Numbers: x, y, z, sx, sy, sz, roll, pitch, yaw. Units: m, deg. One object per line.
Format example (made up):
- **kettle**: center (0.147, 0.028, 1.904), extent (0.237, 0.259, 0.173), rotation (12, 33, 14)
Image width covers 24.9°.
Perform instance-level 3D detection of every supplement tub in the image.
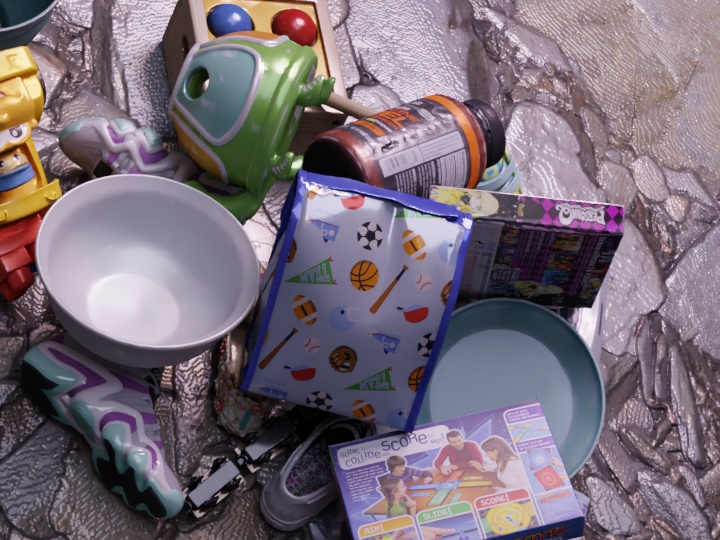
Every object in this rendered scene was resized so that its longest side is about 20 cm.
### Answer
- **supplement tub**: center (0.047, -0.107, 1.567), extent (0.199, 0.107, 0.107), rotation (-23, 72, -37)

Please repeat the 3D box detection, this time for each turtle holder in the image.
- **turtle holder**: center (-0.113, -0.137, 1.539), extent (0.131, 0.186, 0.141), rotation (22, 27, 2)

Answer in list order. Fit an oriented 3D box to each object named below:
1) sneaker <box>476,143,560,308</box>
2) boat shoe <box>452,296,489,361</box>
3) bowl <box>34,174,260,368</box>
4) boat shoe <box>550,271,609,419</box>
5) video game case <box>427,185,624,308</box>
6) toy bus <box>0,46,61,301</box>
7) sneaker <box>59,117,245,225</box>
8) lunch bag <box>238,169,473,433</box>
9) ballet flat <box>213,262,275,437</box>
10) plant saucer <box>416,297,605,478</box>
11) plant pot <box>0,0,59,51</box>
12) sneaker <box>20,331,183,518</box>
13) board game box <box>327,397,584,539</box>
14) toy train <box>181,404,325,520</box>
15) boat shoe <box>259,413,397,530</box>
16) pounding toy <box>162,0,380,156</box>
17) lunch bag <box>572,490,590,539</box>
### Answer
- **sneaker**: center (0.154, -0.056, 1.682), extent (0.079, 0.131, 0.200), rotation (-35, 58, -10)
- **boat shoe**: center (0.092, 0.006, 1.685), extent (0.072, 0.060, 0.203), rotation (-4, 62, -26)
- **bowl**: center (-0.195, 0.017, 1.455), extent (0.200, 0.091, 0.202), rotation (11, 47, -12)
- **boat shoe**: center (0.215, 0.065, 1.704), extent (0.067, 0.072, 0.201), rotation (4, 68, 18)
- **video game case**: center (0.147, -0.019, 1.556), extent (0.180, 0.200, 0.036), rotation (6, 69, 2)
- **toy bus**: center (-0.333, -0.077, 1.468), extent (0.135, 0.200, 0.193), rotation (-24, 80, -31)
- **sneaker**: center (-0.210, -0.057, 1.569), extent (0.199, 0.078, 0.140), rotation (22, 54, -9)
- **lunch bag**: center (-0.004, 0.018, 1.455), extent (0.169, 0.201, 0.124), rotation (13, 23, -9)
- **ballet flat**: center (-0.099, 0.064, 1.562), extent (0.075, 0.064, 0.201), rotation (10, 56, -17)
- **plant saucer**: center (0.142, 0.128, 1.616), extent (0.199, 0.036, 0.201), rotation (2, 77, -7)
- **plant pot**: center (-0.395, -0.273, 1.593), extent (0.199, 0.134, 0.201), rotation (11, 56, -17)
- **sneaker**: center (-0.196, 0.117, 1.477), extent (0.200, 0.078, 0.140), rotation (48, 54, 8)
- **board game box**: center (0.082, 0.194, 1.439), extent (0.199, 0.035, 0.136), rotation (-12, 48, -6)
- **toy train**: center (-0.091, 0.162, 1.503), extent (0.200, 0.046, 0.034), rotation (-37, 84, -28)
- **boat shoe**: center (-0.017, 0.163, 1.533), extent (0.200, 0.069, 0.072), rotation (-33, 77, -35)
- **pounding toy**: center (-0.087, -0.195, 1.677), extent (0.183, 0.142, 0.201), rotation (1, 60, -23)
- **lunch bag**: center (0.091, 0.257, 1.492), extent (0.199, 0.127, 0.170), rotation (23, 52, -2)
